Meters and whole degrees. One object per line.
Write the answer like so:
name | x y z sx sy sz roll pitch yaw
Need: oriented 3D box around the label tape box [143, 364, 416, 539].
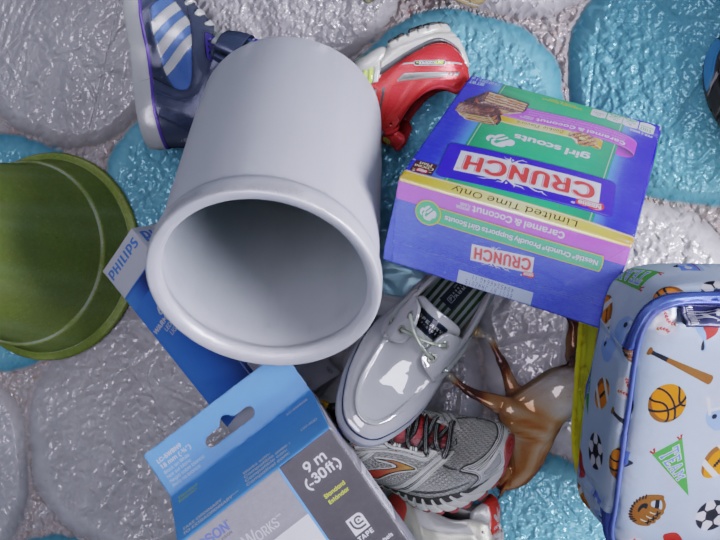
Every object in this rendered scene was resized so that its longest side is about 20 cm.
label tape box | -0.060 0.185 0.719 0.143 0.063 0.201 -36 89 -2

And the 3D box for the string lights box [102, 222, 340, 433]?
string lights box | -0.119 0.045 0.828 0.200 0.102 0.059 49 120 12

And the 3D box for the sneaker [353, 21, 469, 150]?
sneaker | 0.006 -0.139 0.832 0.198 0.077 0.086 -28 91 13

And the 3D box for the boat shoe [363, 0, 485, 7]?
boat shoe | 0.025 -0.272 0.844 0.199 0.071 0.077 35 109 20

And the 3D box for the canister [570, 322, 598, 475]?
canister | 0.268 0.093 0.720 0.196 0.087 0.152 0 106 -1

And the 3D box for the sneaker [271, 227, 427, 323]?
sneaker | 0.000 0.000 0.830 0.196 0.074 0.083 14 75 4

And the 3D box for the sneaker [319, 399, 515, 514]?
sneaker | 0.029 0.142 0.770 0.197 0.078 0.083 -6 130 29

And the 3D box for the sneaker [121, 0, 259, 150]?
sneaker | -0.135 -0.212 0.870 0.143 0.081 0.204 -8 82 4

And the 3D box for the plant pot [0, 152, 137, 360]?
plant pot | -0.326 -0.018 0.841 0.196 0.190 0.204 -1 87 13

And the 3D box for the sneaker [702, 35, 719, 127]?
sneaker | 0.348 -0.111 0.756 0.073 0.081 0.202 -47 58 34

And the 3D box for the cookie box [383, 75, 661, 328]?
cookie box | 0.130 -0.062 0.731 0.168 0.201 0.076 18 127 13

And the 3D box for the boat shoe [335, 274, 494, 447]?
boat shoe | 0.049 0.044 0.738 0.073 0.067 0.201 34 68 2

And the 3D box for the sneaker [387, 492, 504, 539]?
sneaker | 0.102 0.243 0.786 0.199 0.070 0.094 37 100 16

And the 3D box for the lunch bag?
lunch bag | 0.233 0.091 0.633 0.157 0.076 0.204 2 110 -8

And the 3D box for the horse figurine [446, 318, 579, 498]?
horse figurine | 0.158 0.083 0.791 0.199 0.050 0.133 -37 91 3

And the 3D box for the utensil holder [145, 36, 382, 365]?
utensil holder | -0.062 -0.060 0.734 0.167 0.172 0.202 -7 44 12
